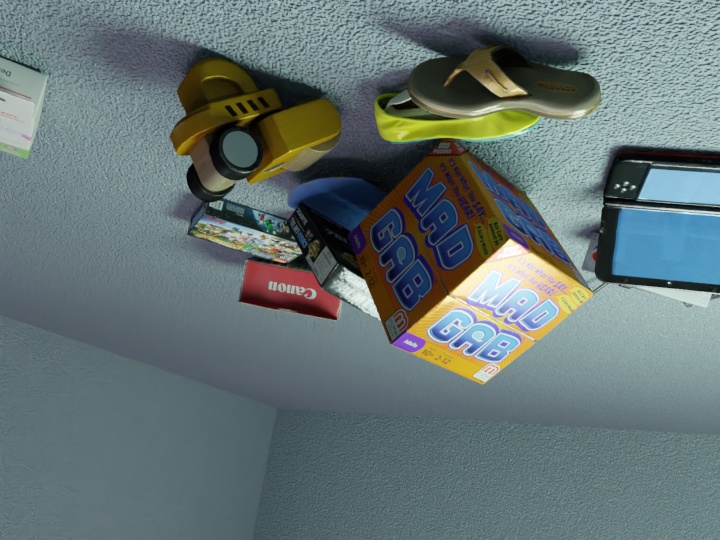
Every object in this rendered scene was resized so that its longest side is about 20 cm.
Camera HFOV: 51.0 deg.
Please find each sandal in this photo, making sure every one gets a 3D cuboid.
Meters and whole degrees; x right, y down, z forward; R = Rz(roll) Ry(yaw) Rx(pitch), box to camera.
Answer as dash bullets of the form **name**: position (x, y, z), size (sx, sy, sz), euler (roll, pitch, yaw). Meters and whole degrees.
- **sandal**: position (0.148, -0.198, 0.770), size (0.198, 0.081, 0.054), euler (6, 146, 7)

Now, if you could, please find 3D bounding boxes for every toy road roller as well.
- **toy road roller**: position (-0.136, -0.185, 0.922), size (0.199, 0.147, 0.123), euler (-24, -179, -33)

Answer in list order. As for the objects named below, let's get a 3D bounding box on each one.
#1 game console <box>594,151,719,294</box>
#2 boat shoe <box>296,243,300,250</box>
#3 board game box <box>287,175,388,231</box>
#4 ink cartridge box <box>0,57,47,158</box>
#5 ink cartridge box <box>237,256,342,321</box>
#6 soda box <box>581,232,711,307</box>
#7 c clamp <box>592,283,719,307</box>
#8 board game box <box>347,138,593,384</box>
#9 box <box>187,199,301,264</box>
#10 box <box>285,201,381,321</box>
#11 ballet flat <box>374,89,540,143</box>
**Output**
- **game console**: position (0.414, -0.058, 0.965), size (0.198, 0.120, 0.173), euler (5, 161, 12)
- **boat shoe**: position (-0.022, -0.038, 1.319), size (0.198, 0.070, 0.074), euler (15, 161, -16)
- **board game box**: position (-0.010, -0.111, 1.156), size (0.157, 0.039, 0.199), euler (-16, 151, 43)
- **ink cartridge box**: position (-0.486, -0.229, 1.002), size (0.116, 0.068, 0.200), euler (19, 161, -23)
- **ink cartridge box**: position (-0.130, 0.034, 1.480), size (0.198, 0.085, 0.176), euler (10, -177, -3)
- **soda box**: position (0.449, -0.001, 1.171), size (0.198, 0.064, 0.068), euler (15, -176, -17)
- **c clamp**: position (0.526, 0.025, 1.308), size (0.198, 0.027, 0.171), euler (13, 156, -4)
- **board game box**: position (0.140, -0.008, 1.003), size (0.199, 0.201, 0.200), euler (26, 120, -40)
- **box**: position (-0.201, -0.069, 1.371), size (0.198, 0.038, 0.136), euler (17, 160, -21)
- **box**: position (0.000, 0.000, 1.114), size (0.199, 0.050, 0.199), euler (30, -163, -32)
- **ballet flat**: position (0.102, -0.183, 0.855), size (0.198, 0.067, 0.067), euler (1, 139, 30)
